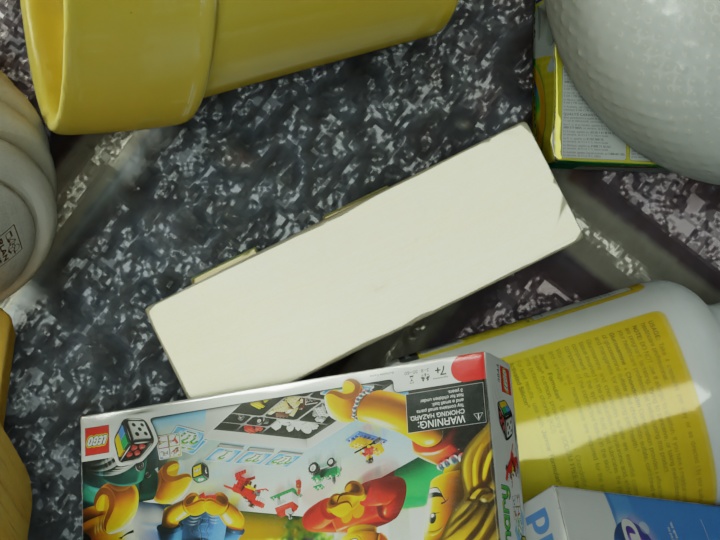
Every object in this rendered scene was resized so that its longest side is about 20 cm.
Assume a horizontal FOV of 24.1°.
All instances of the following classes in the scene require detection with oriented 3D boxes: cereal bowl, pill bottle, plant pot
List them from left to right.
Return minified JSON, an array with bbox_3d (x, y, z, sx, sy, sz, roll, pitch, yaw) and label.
[{"bbox_3d":[-0.057,-0.168,0.777,0.189,0.201,0.201,-5,88,-16],"label":"plant pot"},{"bbox_3d":[0.116,0.069,0.800,0.200,0.112,0.112,-17,88,-1],"label":"pill bottle"},{"bbox_3d":[0.190,-0.140,0.780,0.200,0.083,0.200,0,88,-12],"label":"cereal bowl"}]

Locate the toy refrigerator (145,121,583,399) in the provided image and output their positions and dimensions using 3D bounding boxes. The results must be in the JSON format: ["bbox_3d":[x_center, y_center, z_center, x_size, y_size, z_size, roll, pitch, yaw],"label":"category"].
[{"bbox_3d":[0.000,0.000,0.820,0.200,0.076,0.070,-27,88,-1],"label":"toy refrigerator"}]

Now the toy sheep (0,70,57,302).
[{"bbox_3d":[-0.205,-0.038,0.776,0.138,0.138,0.200,-32,50,-2],"label":"toy sheep"}]

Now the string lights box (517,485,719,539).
[{"bbox_3d":[0.148,0.160,0.751,0.200,0.059,0.103,13,51,-39],"label":"string lights box"}]

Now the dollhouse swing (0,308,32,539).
[{"bbox_3d":[-0.253,0.054,0.734,0.200,0.182,0.176,-2,64,0],"label":"dollhouse swing"}]

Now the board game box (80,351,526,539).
[{"bbox_3d":[-0.028,0.113,0.726,0.200,0.035,0.126,-11,72,22],"label":"board game box"}]

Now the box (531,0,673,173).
[{"bbox_3d":[0.145,-0.149,0.836,0.117,0.048,0.200,2,89,-10],"label":"box"}]
